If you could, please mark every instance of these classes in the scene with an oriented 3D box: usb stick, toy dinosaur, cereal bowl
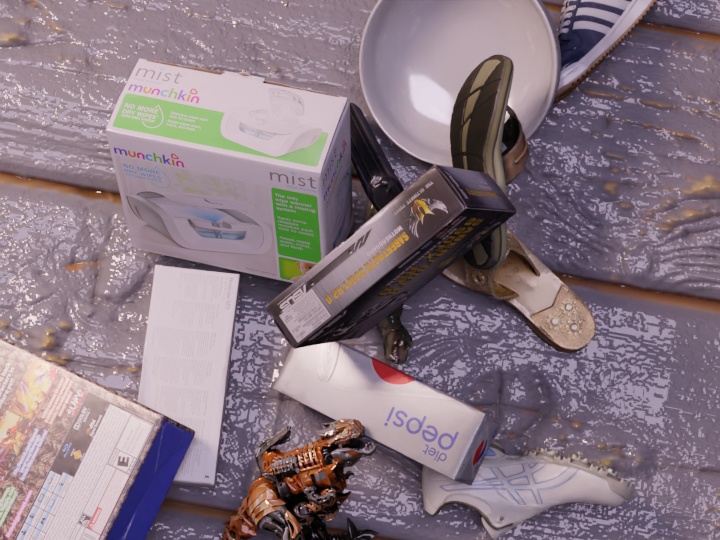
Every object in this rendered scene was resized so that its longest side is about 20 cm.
[{"bbox_3d":[0.009,-0.104,1.464,0.033,0.200,0.056,-32,118,4],"label":"usb stick"},{"bbox_3d":[-0.058,0.219,1.423,0.136,0.200,0.102,49,38,0],"label":"toy dinosaur"},{"bbox_3d":[0.102,-0.205,1.525,0.200,0.083,0.201,4,105,15],"label":"cereal bowl"},{"bbox_3d":[0.000,0.000,1.512,0.088,0.047,0.201,-3,73,-9],"label":"toy dinosaur"}]

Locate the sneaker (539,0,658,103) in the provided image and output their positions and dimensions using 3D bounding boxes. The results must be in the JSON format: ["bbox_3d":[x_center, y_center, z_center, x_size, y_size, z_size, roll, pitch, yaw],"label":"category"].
[{"bbox_3d":[0.219,-0.263,1.574,0.108,0.070,0.200,43,70,0],"label":"sneaker"}]

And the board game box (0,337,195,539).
[{"bbox_3d":[-0.277,0.168,1.386,0.200,0.097,0.160,24,82,16],"label":"board game box"}]

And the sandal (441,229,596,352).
[{"bbox_3d":[0.145,-0.003,1.509,0.212,0.070,0.078,38,77,4],"label":"sandal"}]

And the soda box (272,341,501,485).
[{"bbox_3d":[0.024,0.123,1.435,0.200,0.063,0.068,25,87,22],"label":"soda box"}]

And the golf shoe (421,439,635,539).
[{"bbox_3d":[0.153,0.209,1.466,0.199,0.078,0.097,12,82,7],"label":"golf shoe"}]

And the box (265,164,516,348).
[{"bbox_3d":[0.030,-0.011,1.379,0.200,0.158,0.048,-39,77,16],"label":"box"}]

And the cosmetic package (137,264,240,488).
[{"bbox_3d":[-0.164,0.100,1.467,0.082,0.051,0.201,6,77,0],"label":"cosmetic package"}]

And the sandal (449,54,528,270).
[{"bbox_3d":[0.126,-0.102,1.470,0.057,0.080,0.202,-3,97,-27],"label":"sandal"}]

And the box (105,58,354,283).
[{"bbox_3d":[-0.113,-0.089,1.425,0.199,0.177,0.097,13,56,9],"label":"box"}]
